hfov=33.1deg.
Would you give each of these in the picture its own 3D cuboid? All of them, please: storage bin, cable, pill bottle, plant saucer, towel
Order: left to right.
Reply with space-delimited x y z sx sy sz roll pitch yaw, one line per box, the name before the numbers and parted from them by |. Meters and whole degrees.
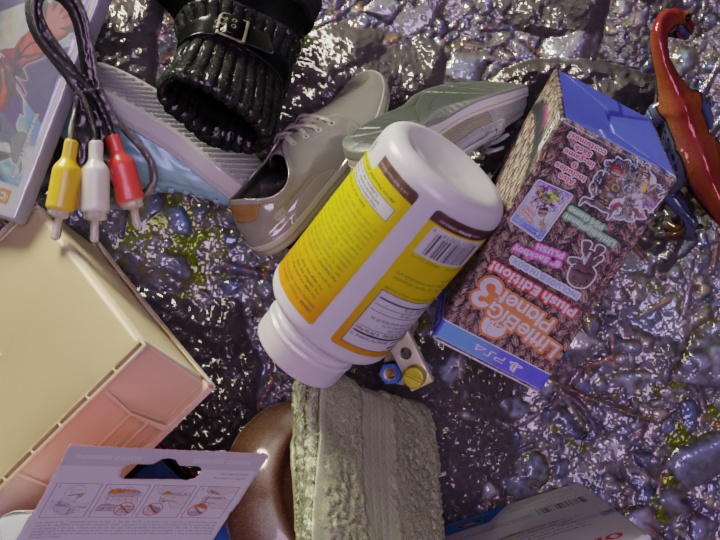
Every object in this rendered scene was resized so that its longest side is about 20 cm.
storage bin | -0.256 0.083 0.951 0.199 0.094 0.200 -44 54 -1
cable | -0.205 -0.124 0.943 0.097 0.050 0.201 -9 101 -27
plant saucer | -0.017 0.191 0.987 0.200 0.200 0.037 45 132 -4
pill bottle | 0.008 -0.006 0.911 0.109 0.109 0.200 38 114 -4
towel | 0.009 0.177 0.953 0.148 0.036 0.201 23 48 -32

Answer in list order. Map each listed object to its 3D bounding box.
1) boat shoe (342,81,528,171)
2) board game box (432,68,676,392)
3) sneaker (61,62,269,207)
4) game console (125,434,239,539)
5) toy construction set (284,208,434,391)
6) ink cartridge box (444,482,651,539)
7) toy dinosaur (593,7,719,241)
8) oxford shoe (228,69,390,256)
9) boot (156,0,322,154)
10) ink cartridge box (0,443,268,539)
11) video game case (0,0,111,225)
boat shoe | 0.067 -0.109 1.006 0.202 0.074 0.065 -32 122 -40
board game box | 0.149 -0.036 0.964 0.097 0.160 0.200 27 112 -4
sneaker | -0.163 -0.093 1.028 0.200 0.074 0.082 34 119 -9
game console | -0.165 0.248 1.001 0.200 0.119 0.172 45 88 -3
toy construction set | 0.000 0.000 1.020 0.131 0.092 0.201 0 84 19
ink cartridge box | 0.156 0.279 0.984 0.147 0.200 0.145 -16 92 -3
toy dinosaur | 0.284 -0.122 1.015 0.105 0.200 0.182 -25 125 -18
oxford shoe | -0.040 -0.101 0.997 0.058 0.075 0.200 51 61 -29
boot | -0.142 -0.200 0.980 0.210 0.079 0.158 24 62 -5
ink cartridge box | -0.181 0.184 0.887 0.160 0.050 0.200 8 125 -36
video game case | -0.316 -0.157 0.989 0.182 0.023 0.201 18 85 18
